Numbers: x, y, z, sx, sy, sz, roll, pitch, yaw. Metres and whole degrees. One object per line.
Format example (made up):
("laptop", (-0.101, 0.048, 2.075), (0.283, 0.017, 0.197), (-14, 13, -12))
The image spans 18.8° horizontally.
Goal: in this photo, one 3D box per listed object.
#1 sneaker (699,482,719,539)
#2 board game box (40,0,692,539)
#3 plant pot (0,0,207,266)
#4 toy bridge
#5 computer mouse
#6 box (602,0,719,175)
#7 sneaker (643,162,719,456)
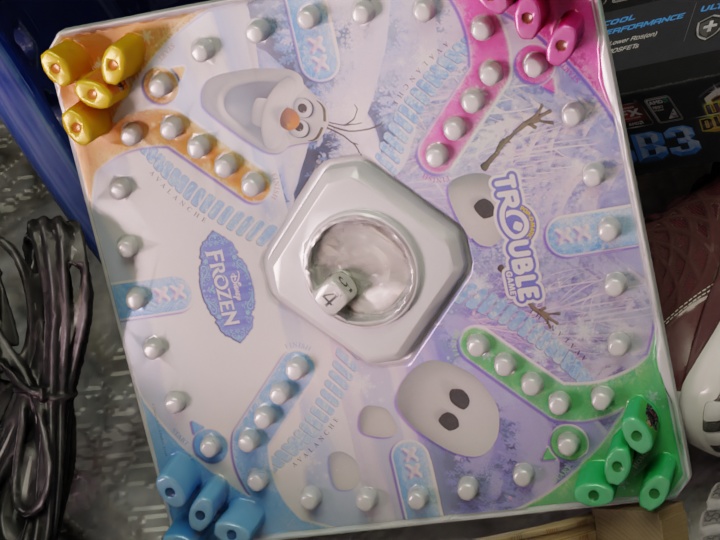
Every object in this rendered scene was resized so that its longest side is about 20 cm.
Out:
("sneaker", (0.187, 0.062, 0.765), (0.074, 0.082, 0.200), (6, 40, 47))
("board game box", (0.000, 0.000, 0.758), (0.198, 0.202, 0.026), (-8, 15, 18))
("plant pot", (-0.067, -0.140, 0.861), (0.199, 0.201, 0.180), (-33, 24, 1))
("toy bridge", (0.030, 0.110, 0.725), (0.067, 0.027, 0.199), (-3, 7, 44))
("computer mouse", (-0.175, 0.039, 0.844), (0.199, 0.053, 0.140), (9, 93, 33))
("box", (0.121, -0.123, 0.871), (0.199, 0.050, 0.199), (-9, 45, 41))
("sneaker", (0.119, -0.017, 0.836), (0.115, 0.076, 0.201), (0, 43, 29))
